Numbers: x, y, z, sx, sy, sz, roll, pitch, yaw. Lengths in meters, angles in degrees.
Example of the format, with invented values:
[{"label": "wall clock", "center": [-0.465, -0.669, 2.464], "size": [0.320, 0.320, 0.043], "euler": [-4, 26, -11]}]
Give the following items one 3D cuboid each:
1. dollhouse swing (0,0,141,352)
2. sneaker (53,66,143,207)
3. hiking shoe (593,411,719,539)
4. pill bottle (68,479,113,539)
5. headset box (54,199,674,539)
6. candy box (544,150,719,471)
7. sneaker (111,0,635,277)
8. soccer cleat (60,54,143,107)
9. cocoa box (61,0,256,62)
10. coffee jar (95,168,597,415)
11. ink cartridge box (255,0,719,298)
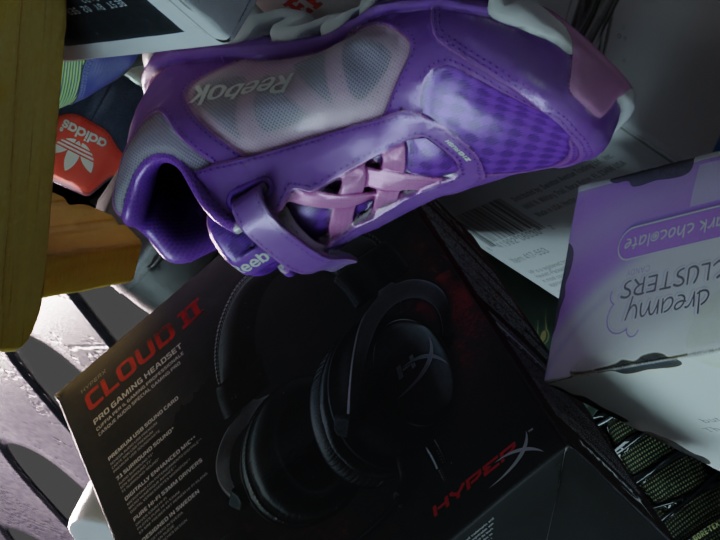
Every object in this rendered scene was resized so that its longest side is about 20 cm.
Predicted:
[{"label": "dollhouse swing", "center": [-0.170, -0.077, 0.837], "size": [0.199, 0.176, 0.182], "euler": [19, 117, 22]}, {"label": "sneaker", "center": [-0.131, -0.037, 1.195], "size": [0.075, 0.085, 0.200], "euler": [25, 160, 5]}, {"label": "hiking shoe", "center": [0.119, 0.077, 1.066], "size": [0.101, 0.076, 0.200], "euler": [51, -174, -41]}, {"label": "pill bottle", "center": [-0.043, 0.047, 1.123], "size": [0.114, 0.201, 0.114], "euler": [24, 160, 9]}, {"label": "headset box", "center": [-0.007, 0.060, 0.847], "size": [0.077, 0.149, 0.200], "euler": [43, -169, -41]}, {"label": "candy box", "center": [0.186, 0.028, 0.784], "size": [0.200, 0.072, 0.167], "euler": [28, 154, -35]}, {"label": "sneaker", "center": [-0.005, -0.037, 0.792], "size": [0.200, 0.089, 0.080], "euler": [0, 145, 44]}, {"label": "soccer cleat", "center": [-0.171, -0.077, 1.081], "size": [0.200, 0.065, 0.084], "euler": [-30, 161, 38]}, {"label": "cocoa box", "center": [-0.111, -0.155, 0.815], "size": [0.133, 0.132, 0.200], "euler": [40, 157, -31]}, {"label": "coffee jar", "center": [0.000, 0.000, 0.975], "size": [0.200, 0.085, 0.104], "euler": [30, 117, -18]}, {"label": "ink cartridge box", "center": [0.051, -0.076, 0.874], "size": [0.200, 0.086, 0.146], "euler": [34, 158, -15]}]
